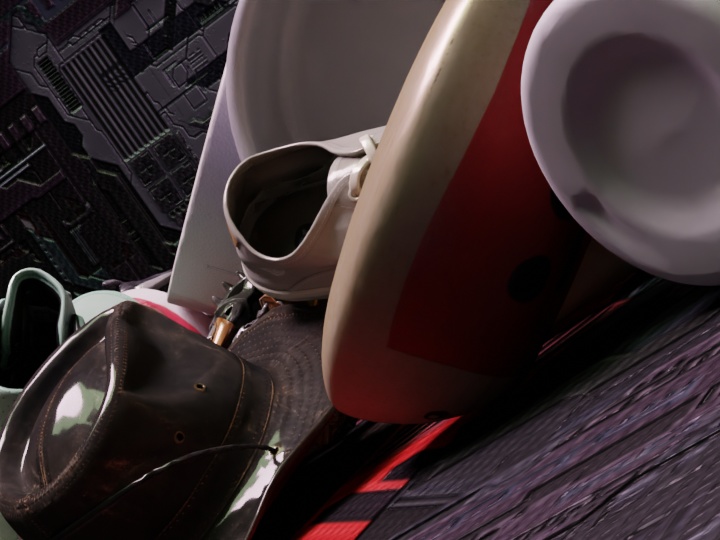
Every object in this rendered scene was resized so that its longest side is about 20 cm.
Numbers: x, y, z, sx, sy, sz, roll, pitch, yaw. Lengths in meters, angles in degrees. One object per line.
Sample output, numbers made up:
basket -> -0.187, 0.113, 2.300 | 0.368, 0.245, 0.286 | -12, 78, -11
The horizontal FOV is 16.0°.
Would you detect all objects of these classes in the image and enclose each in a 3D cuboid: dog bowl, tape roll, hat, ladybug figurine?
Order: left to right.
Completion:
hat -> -0.094, 0.068, 1.025 | 0.201, 0.081, 0.201 | -41, 18, 16
tape roll -> -0.056, -0.074, 1.285 | 0.203, 0.037, 0.203 | -164, 90, -87
dog bowl -> 0.046, -0.083, 1.113 | 0.200, 0.200, 0.079 | -34, 1, 13
ladybug figurine -> 0.049, -0.031, 0.920 | 0.200, 0.072, 0.136 | -70, -13, 19

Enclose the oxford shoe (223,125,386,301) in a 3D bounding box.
oxford shoe -> 0.027, -0.034, 1.024 | 0.200, 0.058, 0.075 | -13, 53, 29

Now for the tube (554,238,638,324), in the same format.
tube -> 0.118, -0.034, 1.016 | 0.200, 0.052, 0.058 | -37, -16, 21

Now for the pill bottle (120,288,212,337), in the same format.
pill bottle -> -0.151, 0.099, 1.281 | 0.111, 0.111, 0.200 | -32, 5, 45

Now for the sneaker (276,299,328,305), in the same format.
sneaker -> 0.000, 0.000, 1.252 | 0.075, 0.085, 0.200 | -56, 7, -35

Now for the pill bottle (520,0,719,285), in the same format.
pill bottle -> 0.151, -0.087, 0.864 | 0.200, 0.111, 0.111 | -38, 4, -42

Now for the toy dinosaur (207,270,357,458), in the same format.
toy dinosaur -> -0.049, 0.052, 1.170 | 0.200, 0.102, 0.136 | 3, 50, 49

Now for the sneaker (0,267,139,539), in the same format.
sneaker -> -0.129, 0.037, 1.173 | 0.201, 0.074, 0.119 | -74, -9, -58

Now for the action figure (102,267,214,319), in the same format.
action figure -> -0.103, 0.055, 1.446 | 0.200, 0.119, 0.102 | -47, -7, 34
